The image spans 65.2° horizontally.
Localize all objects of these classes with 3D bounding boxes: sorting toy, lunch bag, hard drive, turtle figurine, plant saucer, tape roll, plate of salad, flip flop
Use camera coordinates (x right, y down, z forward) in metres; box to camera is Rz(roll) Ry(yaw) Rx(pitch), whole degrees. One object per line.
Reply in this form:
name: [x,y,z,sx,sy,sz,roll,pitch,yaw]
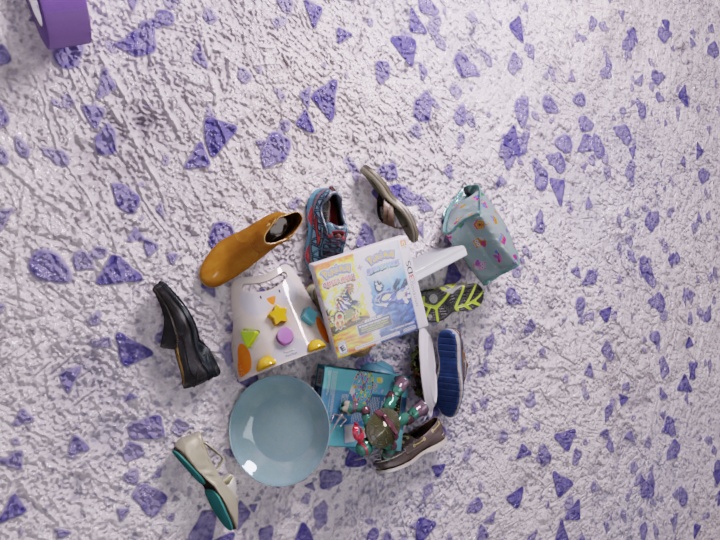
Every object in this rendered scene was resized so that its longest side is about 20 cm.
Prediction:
sorting toy: [-0.163,0.088,1.073,0.196,0.107,0.183,-18,82,-18]
lunch bag: [0.278,-0.093,1.311,0.171,0.121,0.201,49,26,-18]
hard drive: [0.118,-0.001,1.218,0.198,0.131,0.027,-27,99,-27]
turtle figurine: [0.039,0.303,1.094,0.199,0.100,0.152,-36,102,-29]
plant saucer: [-0.152,0.303,1.078,0.196,0.039,0.206,-1,82,5]
tape roll: [-0.478,-0.449,0.859,0.065,0.199,0.204,-22,99,-28]
plate of salad: [0.134,0.213,1.217,0.047,0.200,0.205,-6,92,12]
flip flop: [0.057,-0.138,1.225,0.057,0.081,0.201,-41,107,-5]

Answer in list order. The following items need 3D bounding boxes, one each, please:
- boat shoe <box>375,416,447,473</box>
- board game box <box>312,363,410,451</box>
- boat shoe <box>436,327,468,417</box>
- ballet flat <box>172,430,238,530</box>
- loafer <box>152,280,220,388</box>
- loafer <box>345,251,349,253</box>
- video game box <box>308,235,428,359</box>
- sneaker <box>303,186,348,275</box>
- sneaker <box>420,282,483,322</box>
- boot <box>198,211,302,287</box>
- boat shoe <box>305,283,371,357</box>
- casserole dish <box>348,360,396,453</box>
boat shoe: [0.108,0.385,1.239,0.197,0.071,0.061,-15,90,-32]
board game box: [-0.002,0.281,1.150,0.196,0.047,0.155,12,82,-25]
boat shoe: [0.217,0.234,1.299,0.072,0.071,0.205,-5,99,-55]
ballet flat: [-0.266,0.381,1.034,0.069,0.069,0.203,-35,105,-25]
loafer: [-0.325,0.117,1.004,0.072,0.072,0.203,-30,102,-22]
loafer: [0.000,0.000,1.150,0.199,0.062,0.073,-26,133,-51]
video game box: [0.018,0.048,1.077,0.196,0.047,0.186,-18,96,-16]
sneaker: [-0.067,-0.068,1.137,0.078,0.095,0.205,-6,92,-29]
sneaker: [0.182,0.073,1.289,0.196,0.076,0.077,-6,94,-18]
boot: [-0.203,-0.045,1.033,0.201,0.143,0.071,-43,107,-23]
boat shoe: [-0.040,0.108,1.166,0.200,0.062,0.074,45,69,-20]
casserole dish: [0.030,0.296,1.215,0.120,0.039,0.203,28,75,-25]
